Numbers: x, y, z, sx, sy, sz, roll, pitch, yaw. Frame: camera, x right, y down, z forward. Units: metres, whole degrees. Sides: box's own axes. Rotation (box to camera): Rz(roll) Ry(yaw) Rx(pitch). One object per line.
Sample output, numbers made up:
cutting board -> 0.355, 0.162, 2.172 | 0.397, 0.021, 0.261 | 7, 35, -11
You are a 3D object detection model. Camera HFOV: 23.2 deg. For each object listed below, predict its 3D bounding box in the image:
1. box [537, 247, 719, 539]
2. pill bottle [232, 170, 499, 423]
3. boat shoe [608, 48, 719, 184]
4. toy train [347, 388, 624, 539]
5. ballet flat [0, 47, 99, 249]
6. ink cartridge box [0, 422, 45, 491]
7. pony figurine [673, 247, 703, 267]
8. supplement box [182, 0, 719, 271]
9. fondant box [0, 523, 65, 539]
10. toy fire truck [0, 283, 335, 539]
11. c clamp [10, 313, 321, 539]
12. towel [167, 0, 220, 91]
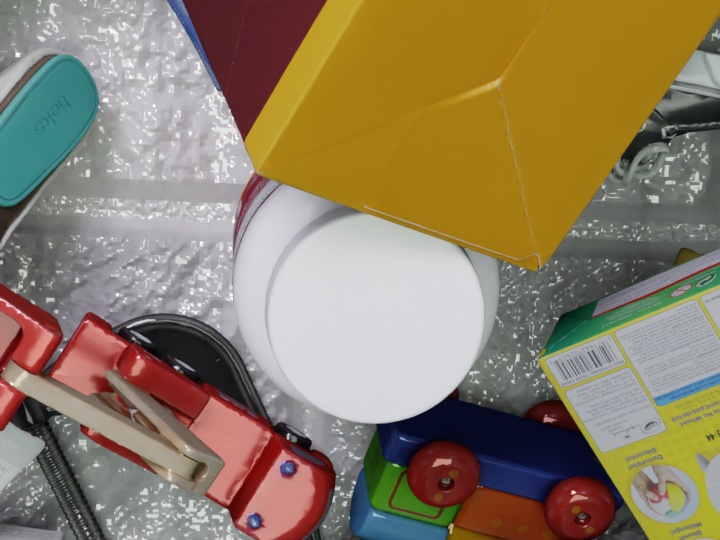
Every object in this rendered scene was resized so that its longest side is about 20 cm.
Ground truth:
box -> 0.176, 0.088, 0.737 | 0.117, 0.048, 0.200 | -24, 104, 30
pill bottle -> 0.000, 0.000, 0.772 | 0.113, 0.200, 0.113 | -1, 102, -4
boat shoe -> 0.117, -0.075, 0.831 | 0.199, 0.074, 0.068 | 6, 96, -5
toy train -> 0.089, 0.132, 0.874 | 0.200, 0.085, 0.116 | 16, 115, -14
ballet flat -> -0.187, -0.029, 0.772 | 0.069, 0.200, 0.070 | 16, 134, 17
ink cartridge box -> -0.269, 0.094, 0.794 | 0.200, 0.050, 0.162 | -43, 127, 16
pony figurine -> 0.238, 0.049, 0.823 | 0.200, 0.193, 0.167 | 15, 96, 12
supplement box -> 0.036, -0.147, 0.685 | 0.133, 0.200, 0.197 | 18, 118, -31
fondant box -> -0.185, 0.224, 0.788 | 0.058, 0.200, 0.144 | 8, 112, 3
toy fire truck -> -0.096, 0.068, 0.789 | 0.200, 0.141, 0.049 | 33, 91, -10
c clamp -> -0.119, 0.110, 0.876 | 0.171, 0.027, 0.200 | -31, 100, -3
towel -> -0.003, -0.172, 0.799 | 0.200, 0.024, 0.147 | -27, 129, 1
